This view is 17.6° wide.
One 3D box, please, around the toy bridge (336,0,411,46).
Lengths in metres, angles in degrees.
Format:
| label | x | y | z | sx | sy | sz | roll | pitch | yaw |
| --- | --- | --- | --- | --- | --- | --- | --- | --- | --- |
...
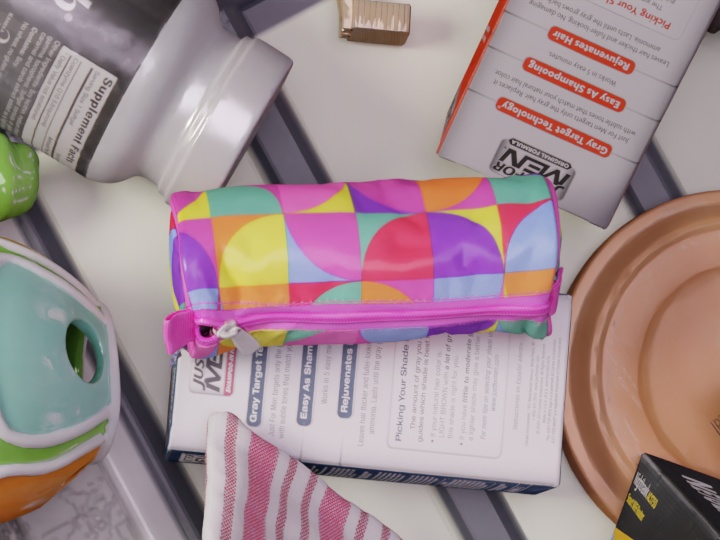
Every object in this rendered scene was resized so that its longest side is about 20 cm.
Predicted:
| label | x | y | z | sx | sy | sz | roll | pitch | yaw |
| --- | --- | --- | --- | --- | --- | --- | --- | --- | --- |
| toy bridge | -0.002 | -0.223 | 1.242 | 0.067 | 0.027 | 0.202 | 4 | 81 | -6 |

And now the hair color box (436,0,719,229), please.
| label | x | y | z | sx | sy | sz | roll | pitch | yaw |
| --- | --- | --- | --- | --- | --- | --- | --- | --- | --- |
| hair color box | 0.123 | -0.133 | 1.179 | 0.101 | 0.061 | 0.201 | 23 | 115 | -4 |

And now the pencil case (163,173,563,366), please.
| label | x | y | z | sx | sy | sz | roll | pitch | yaw |
| --- | --- | --- | --- | --- | --- | --- | --- | --- | --- |
| pencil case | 0.000 | 0.000 | 1.126 | 0.198 | 0.088 | 0.089 | -6 | 83 | -8 |

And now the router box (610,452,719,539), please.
| label | x | y | z | sx | sy | sz | roll | pitch | yaw |
| --- | --- | --- | --- | --- | --- | --- | --- | --- | --- |
| router box | 0.146 | 0.180 | 1.108 | 0.051 | 0.200 | 0.150 | 19 | 94 | -5 |

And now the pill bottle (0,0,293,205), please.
| label | x | y | z | sx | sy | sz | roll | pitch | yaw |
| --- | --- | --- | --- | --- | --- | --- | --- | --- | --- |
| pill bottle | -0.141 | -0.115 | 1.165 | 0.199 | 0.116 | 0.117 | 30 | 80 | -3 |

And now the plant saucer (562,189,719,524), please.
| label | x | y | z | sx | sy | sz | roll | pitch | yaw |
| --- | --- | --- | --- | --- | --- | --- | --- | --- | --- |
| plant saucer | 0.199 | 0.057 | 1.230 | 0.198 | 0.032 | 0.202 | 1 | 83 | -6 |

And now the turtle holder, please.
| label | x | y | z | sx | sy | sz | roll | pitch | yaw |
| --- | --- | --- | --- | --- | --- | --- | --- | --- | --- |
| turtle holder | -0.193 | 0.040 | 1.143 | 0.131 | 0.142 | 0.186 | 2 | 42 | -22 |

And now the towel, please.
| label | x | y | z | sx | sy | sz | roll | pitch | yaw |
| --- | --- | --- | --- | --- | --- | --- | --- | --- | --- |
| towel | 0.003 | 0.159 | 1.110 | 0.200 | 0.147 | 0.030 | 38 | 114 | -26 |

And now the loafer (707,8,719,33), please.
| label | x | y | z | sx | sy | sz | roll | pitch | yaw |
| --- | --- | --- | --- | --- | --- | --- | --- | --- | --- |
| loafer | 0.236 | -0.214 | 1.247 | 0.071 | 0.073 | 0.201 | 23 | 81 | -3 |

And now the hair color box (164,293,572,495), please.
| label | x | y | z | sx | sy | sz | roll | pitch | yaw |
| --- | --- | --- | --- | --- | --- | --- | --- | --- | --- |
| hair color box | 0.003 | 0.055 | 1.189 | 0.198 | 0.061 | 0.101 | 6 | 80 | -7 |
